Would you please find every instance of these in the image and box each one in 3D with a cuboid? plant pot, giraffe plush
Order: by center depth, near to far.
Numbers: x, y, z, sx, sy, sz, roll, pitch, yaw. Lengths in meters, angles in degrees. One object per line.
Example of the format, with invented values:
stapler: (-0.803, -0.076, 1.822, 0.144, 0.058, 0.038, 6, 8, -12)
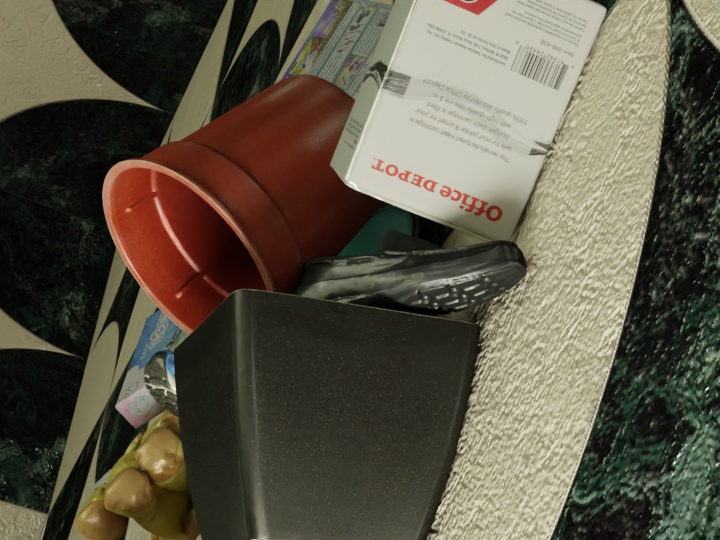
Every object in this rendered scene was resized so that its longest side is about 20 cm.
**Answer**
plant pot: (-0.036, 0.137, 1.060, 0.199, 0.199, 0.178, 141, 135, -62)
plant pot: (-0.086, -0.062, 1.188, 0.195, 0.201, 0.201, -42, -2, -33)
giraffe plush: (-0.208, 0.268, 1.501, 0.173, 0.162, 0.200, -53, 8, -32)

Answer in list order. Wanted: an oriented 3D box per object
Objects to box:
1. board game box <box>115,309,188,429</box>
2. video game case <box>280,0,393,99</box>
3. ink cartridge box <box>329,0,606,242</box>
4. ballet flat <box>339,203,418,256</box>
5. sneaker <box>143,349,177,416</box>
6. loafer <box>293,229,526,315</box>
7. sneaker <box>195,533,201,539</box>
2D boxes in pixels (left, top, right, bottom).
board game box: (-0.186, 0.071, 1.597, 0.199, 0.043, 0.200, -34, 22, 18)
video game case: (-0.005, -0.174, 1.354, 0.181, 0.045, 0.200, 23, 78, 43)
ink cartridge box: (0.080, -0.140, 1.060, 0.084, 0.144, 0.201, -132, 63, -74)
ballet flat: (0.000, 0.000, 1.321, 0.200, 0.068, 0.063, -60, 3, 29)
sneaker: (-0.148, 0.131, 1.444, 0.078, 0.200, 0.090, 15, 71, 48)
loafer: (0.033, 0.000, 1.047, 0.200, 0.068, 0.071, -13, 67, 30)
sneaker: (-0.117, 0.278, 1.380, 0.091, 0.078, 0.200, -101, 28, -46)
